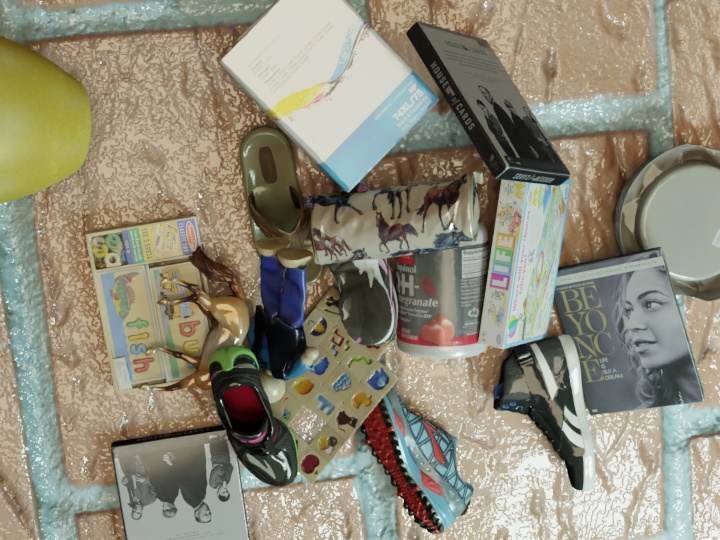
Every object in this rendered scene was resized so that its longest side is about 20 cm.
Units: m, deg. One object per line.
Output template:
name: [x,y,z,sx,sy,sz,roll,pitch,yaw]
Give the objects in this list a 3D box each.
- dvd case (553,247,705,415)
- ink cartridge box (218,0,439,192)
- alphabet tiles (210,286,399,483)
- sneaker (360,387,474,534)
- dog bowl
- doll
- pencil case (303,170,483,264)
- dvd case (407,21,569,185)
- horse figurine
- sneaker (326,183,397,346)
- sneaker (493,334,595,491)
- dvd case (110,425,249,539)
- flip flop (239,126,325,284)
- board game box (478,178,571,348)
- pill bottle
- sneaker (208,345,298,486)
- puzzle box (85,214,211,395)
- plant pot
dvd case: [0.326,0.079,1.392,0.148,0.016,0.200,-12,103,31]
ink cartridge box: [-0.041,-0.214,1.268,0.146,0.147,0.200,-45,103,2]
alphabet tiles: [-0.058,0.127,1.366,0.167,0.008,0.200,40,92,8]
sneaker: [0.072,0.221,1.404,0.095,0.079,0.200,-29,94,-33]
dog bowl: [0.408,-0.061,1.399,0.200,0.059,0.201,-1,100,-7]
doll: [-0.099,0.064,1.321,0.048,0.136,0.200,-16,121,-42]
pencil case: [0.040,-0.060,1.254,0.200,0.078,0.090,-7,73,15]
dvd case: [0.145,-0.185,1.258,0.025,0.150,0.200,-40,68,30]
horse figurine: [-0.179,0.077,1.321,0.132,0.050,0.200,11,98,-8]
sneaker: [0.000,0.000,1.338,0.080,0.086,0.200,-10,72,12]
sneaker: [0.225,0.185,1.415,0.112,0.073,0.200,-10,96,0]
dvd case: [-0.217,0.298,1.391,0.150,0.025,0.200,-8,101,-6]
flip flop: [-0.093,-0.070,1.323,0.081,0.058,0.200,-14,112,-4]
board game box: [0.198,-0.014,1.345,0.034,0.134,0.200,12,99,31]
pill bottle: [0.097,-0.003,1.340,0.110,0.111,0.200,-2,99,-7]
sneaker: [-0.128,0.182,1.300,0.077,0.084,0.200,-19,121,7]
puzzle box: [-0.243,0.041,1.345,0.133,0.025,0.200,-10,100,-7]
plant pot: [-0.378,-0.161,1.226,0.142,0.200,0.200,-1,101,-35]
